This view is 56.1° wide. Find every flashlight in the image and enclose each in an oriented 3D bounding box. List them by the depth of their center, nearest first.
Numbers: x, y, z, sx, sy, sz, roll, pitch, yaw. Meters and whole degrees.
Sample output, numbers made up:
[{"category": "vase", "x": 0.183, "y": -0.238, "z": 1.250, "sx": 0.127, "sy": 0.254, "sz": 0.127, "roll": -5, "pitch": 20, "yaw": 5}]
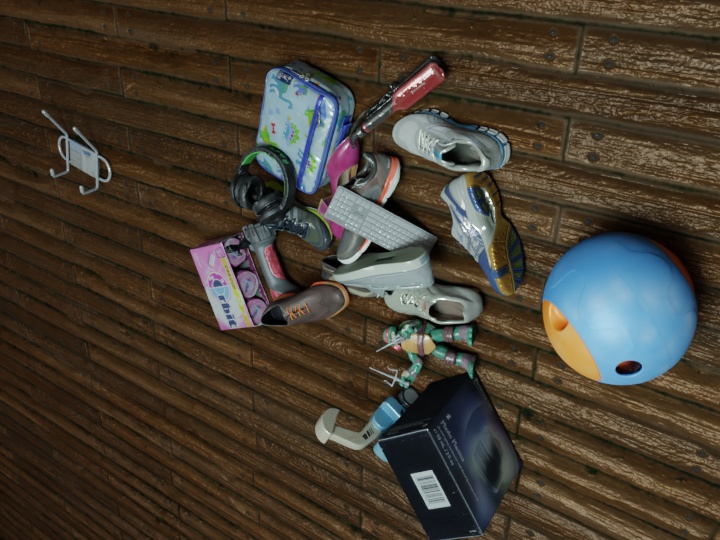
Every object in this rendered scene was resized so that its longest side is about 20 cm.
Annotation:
[{"category": "flashlight", "x": -0.168, "y": -0.006, "z": 1.367, "sx": 0.067, "sy": 0.067, "sz": 0.204, "roll": -12, "pitch": 99, "yaw": 44}]

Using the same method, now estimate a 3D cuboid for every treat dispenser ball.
[{"category": "treat dispenser ball", "x": 0.346, "y": 0.051, "z": 0.912, "sx": 0.198, "sy": 0.200, "sz": 0.205, "roll": 16, "pitch": 120, "yaw": 30}]

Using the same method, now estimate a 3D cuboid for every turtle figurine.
[{"category": "turtle figurine", "x": 0.106, "y": 0.132, "z": 1.199, "sx": 0.196, "sy": 0.102, "sz": 0.151, "roll": 2, "pitch": 136, "yaw": 19}]

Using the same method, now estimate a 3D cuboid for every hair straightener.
[{"category": "hair straightener", "x": 0.053, "y": -0.264, "z": 1.071, "sx": 0.041, "sy": 0.078, "sz": 0.199, "roll": 40, "pitch": 120, "yaw": -19}]

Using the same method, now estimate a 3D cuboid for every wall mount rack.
[{"category": "wall mount rack", "x": -0.683, "y": -0.285, "z": 1.607, "sx": 0.198, "sy": 0.074, "sz": 0.177, "roll": 27, "pitch": 125, "yaw": 23}]

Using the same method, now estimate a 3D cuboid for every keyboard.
[{"category": "keyboard", "x": 0.036, "y": -0.072, "z": 1.126, "sx": 0.197, "sy": 0.011, "sz": 0.057, "roll": 26, "pitch": 103, "yaw": -20}]

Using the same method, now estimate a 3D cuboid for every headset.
[{"category": "headset", "x": -0.189, "y": -0.122, "z": 1.208, "sx": 0.123, "sy": 0.093, "sz": 0.203, "roll": 36, "pitch": 122, "yaw": 21}]

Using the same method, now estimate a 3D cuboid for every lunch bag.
[{"category": "lunch bag", "x": -0.099, "y": -0.249, "z": 1.185, "sx": 0.159, "sy": 0.082, "sz": 0.202, "roll": 34, "pitch": 129, "yaw": 16}]

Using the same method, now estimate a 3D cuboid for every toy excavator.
[{"category": "toy excavator", "x": 0.036, "y": 0.302, "z": 1.266, "sx": 0.194, "sy": 0.199, "sz": 0.100, "roll": 44, "pitch": 130, "yaw": 11}]

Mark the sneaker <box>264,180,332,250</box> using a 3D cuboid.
[{"category": "sneaker", "x": -0.138, "y": -0.094, "z": 1.285, "sx": 0.198, "sy": 0.081, "sz": 0.075, "roll": 33, "pitch": 128, "yaw": 20}]

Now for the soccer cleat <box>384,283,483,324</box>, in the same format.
[{"category": "soccer cleat", "x": 0.116, "y": 0.054, "z": 1.169, "sx": 0.197, "sy": 0.077, "sz": 0.071, "roll": 4, "pitch": 114, "yaw": 36}]

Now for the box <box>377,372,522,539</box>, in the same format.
[{"category": "box", "x": 0.163, "y": 0.318, "z": 1.180, "sx": 0.122, "sy": 0.198, "sz": 0.203, "roll": -24, "pitch": 97, "yaw": 39}]

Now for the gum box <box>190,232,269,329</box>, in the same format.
[{"category": "gum box", "x": -0.277, "y": 0.030, "z": 1.458, "sx": 0.112, "sy": 0.066, "sz": 0.204, "roll": -8, "pitch": 107, "yaw": 40}]

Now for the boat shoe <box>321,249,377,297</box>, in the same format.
[{"category": "boat shoe", "x": 0.000, "y": 0.000, "z": 1.225, "sx": 0.197, "sy": 0.075, "sz": 0.074, "roll": -6, "pitch": 120, "yaw": 38}]

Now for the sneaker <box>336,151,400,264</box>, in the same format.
[{"category": "sneaker", "x": -0.008, "y": -0.111, "z": 1.145, "sx": 0.203, "sy": 0.081, "sz": 0.077, "roll": -65, "pitch": 27, "yaw": 13}]

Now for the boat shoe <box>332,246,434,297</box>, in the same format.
[{"category": "boat shoe", "x": 0.037, "y": 0.013, "z": 1.133, "sx": 0.198, "sy": 0.070, "sz": 0.073, "roll": -8, "pitch": 115, "yaw": 41}]

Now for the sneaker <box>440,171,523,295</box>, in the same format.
[{"category": "sneaker", "x": 0.193, "y": -0.056, "z": 1.074, "sx": 0.087, "sy": 0.074, "sz": 0.204, "roll": -15, "pitch": 96, "yaw": 52}]

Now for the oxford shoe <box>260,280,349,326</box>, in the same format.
[{"category": "oxford shoe", "x": -0.106, "y": 0.073, "z": 1.267, "sx": 0.198, "sy": 0.072, "sz": 0.072, "roll": -19, "pitch": 100, "yaw": 38}]

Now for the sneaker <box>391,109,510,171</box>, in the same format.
[{"category": "sneaker", "x": 0.125, "y": -0.195, "z": 1.038, "sx": 0.197, "sy": 0.086, "sz": 0.076, "roll": 18, "pitch": 123, "yaw": 31}]

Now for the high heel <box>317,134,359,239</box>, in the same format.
[{"category": "high heel", "x": -0.019, "y": -0.137, "z": 1.180, "sx": 0.096, "sy": 0.067, "sz": 0.202, "roll": 46, "pitch": 136, "yaw": 21}]
